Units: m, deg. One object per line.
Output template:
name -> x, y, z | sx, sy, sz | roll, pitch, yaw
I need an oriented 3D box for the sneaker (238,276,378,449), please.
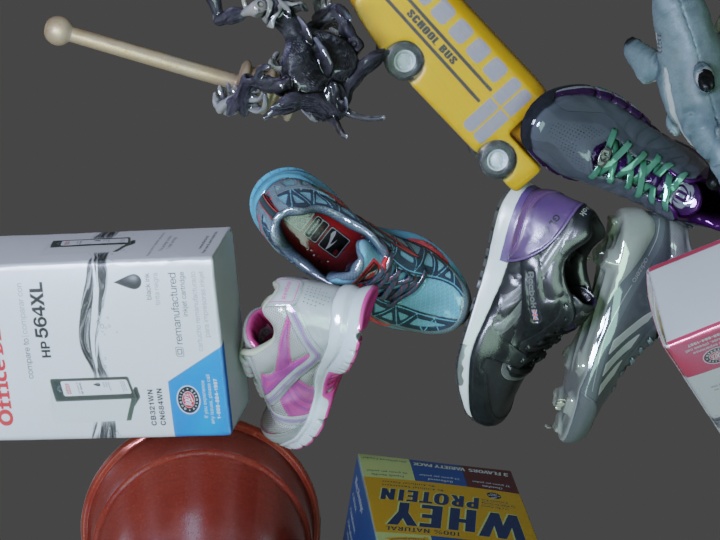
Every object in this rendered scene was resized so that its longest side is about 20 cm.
sneaker -> -0.052, 0.063, 1.684 | 0.088, 0.082, 0.201 | 22, 140, -2

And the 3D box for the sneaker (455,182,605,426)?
sneaker -> 0.136, 0.037, 1.705 | 0.087, 0.076, 0.202 | 20, 110, 26

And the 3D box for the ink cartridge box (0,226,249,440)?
ink cartridge box -> -0.195, 0.050, 1.669 | 0.198, 0.084, 0.147 | -3, 108, 9

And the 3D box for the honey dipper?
honey dipper -> -0.145, -0.156, 1.655 | 0.198, 0.038, 0.038 | 14, 106, -7

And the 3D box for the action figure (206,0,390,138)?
action figure -> -0.058, -0.169, 1.604 | 0.118, 0.102, 0.201 | -29, 77, -20

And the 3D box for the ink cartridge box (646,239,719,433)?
ink cartridge box -> 0.327, 0.057, 1.691 | 0.146, 0.083, 0.200 | -23, 137, 15

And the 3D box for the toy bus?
toy bus -> 0.073, -0.156, 1.659 | 0.078, 0.065, 0.200 | -43, 106, 7

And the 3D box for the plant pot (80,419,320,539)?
plant pot -> -0.122, 0.244, 1.703 | 0.199, 0.195, 0.202 | -2, 109, -5

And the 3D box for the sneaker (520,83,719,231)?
sneaker -> 0.215, -0.083, 1.652 | 0.199, 0.087, 0.075 | 17, 104, -35

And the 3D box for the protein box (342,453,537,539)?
protein box -> 0.055, 0.283, 1.730 | 0.134, 0.199, 0.202 | 7, 107, -8

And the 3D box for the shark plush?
shark plush -> 0.249, -0.133, 1.634 | 0.090, 0.083, 0.202 | -3, 69, 4

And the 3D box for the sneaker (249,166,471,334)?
sneaker -> 0.000, 0.000, 1.686 | 0.199, 0.096, 0.080 | 29, 103, -14

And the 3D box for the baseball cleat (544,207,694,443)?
baseball cleat -> 0.220, 0.052, 1.739 | 0.106, 0.070, 0.202 | 12, 107, -9
